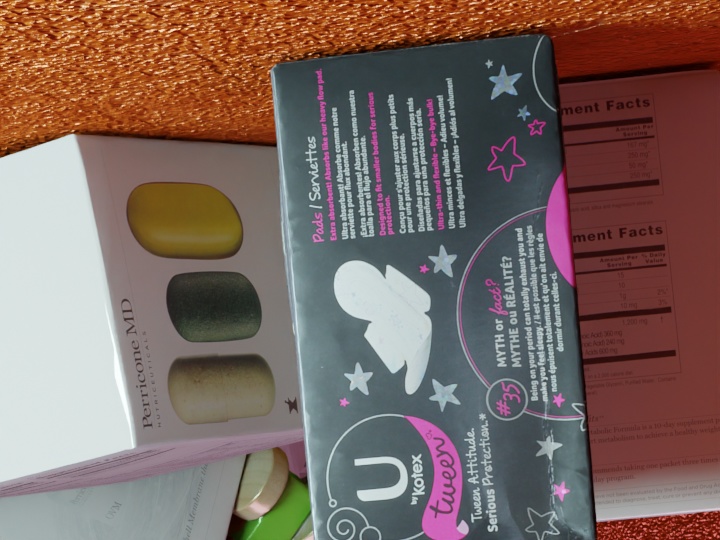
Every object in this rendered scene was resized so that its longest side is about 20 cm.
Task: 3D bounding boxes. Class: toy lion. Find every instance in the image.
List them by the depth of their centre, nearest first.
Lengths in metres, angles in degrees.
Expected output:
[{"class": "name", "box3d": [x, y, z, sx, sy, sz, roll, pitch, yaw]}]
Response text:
[{"class": "toy lion", "box3d": [-0.111, 0.177, 1.520, 0.069, 0.192, 0.200, 37, 178, -35]}]

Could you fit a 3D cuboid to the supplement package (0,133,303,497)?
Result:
[{"class": "supplement package", "box3d": [-0.126, 0.026, 1.263, 0.150, 0.152, 0.200, -15, 173, 30]}]

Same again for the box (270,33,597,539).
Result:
[{"class": "box", "box3d": [0.032, 0.015, 1.035, 0.114, 0.201, 0.132, -5, 177, 5]}]

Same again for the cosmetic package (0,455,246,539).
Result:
[{"class": "cosmetic package", "box3d": [-0.186, 0.134, 1.424, 0.200, 0.200, 0.123, 28, 155, -35]}]

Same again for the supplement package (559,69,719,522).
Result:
[{"class": "supplement package", "box3d": [0.121, 0.014, 1.198, 0.109, 0.201, 0.114, -5, 178, 2]}]

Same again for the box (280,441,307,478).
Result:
[{"class": "box", "box3d": [-0.072, 0.108, 1.753, 0.097, 0.177, 0.200, -22, -163, -34]}]
